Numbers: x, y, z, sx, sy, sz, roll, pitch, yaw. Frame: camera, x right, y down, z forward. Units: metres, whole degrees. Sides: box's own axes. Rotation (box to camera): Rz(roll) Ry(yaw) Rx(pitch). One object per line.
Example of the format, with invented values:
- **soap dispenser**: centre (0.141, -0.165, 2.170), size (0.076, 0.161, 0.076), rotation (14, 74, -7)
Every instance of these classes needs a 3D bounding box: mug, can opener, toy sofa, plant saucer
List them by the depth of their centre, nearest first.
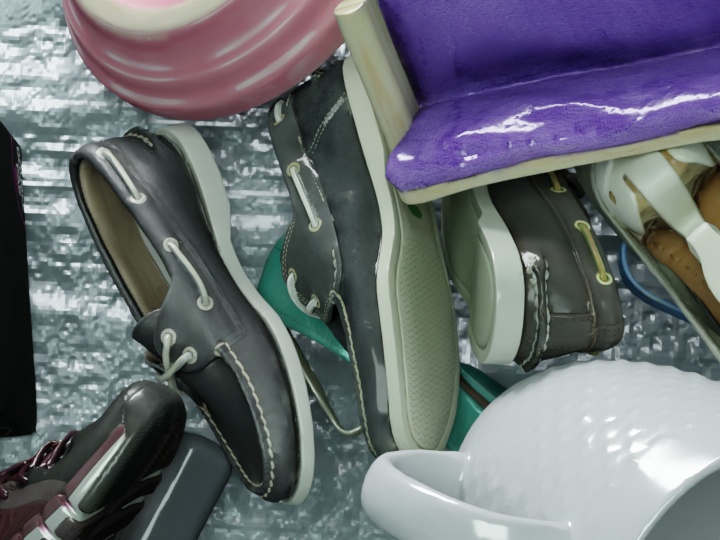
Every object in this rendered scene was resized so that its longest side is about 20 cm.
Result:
- **mug**: centre (0.095, 0.107, 1.207), size (0.199, 0.175, 0.148), rotation (10, 100, -29)
- **toy sofa**: centre (0.094, -0.102, 1.271), size (0.199, 0.083, 0.098), rotation (-10, 32, 22)
- **can opener**: centre (-0.106, 0.174, 1.372), size (0.067, 0.053, 0.201), rotation (31, 81, -21)
- **plant saucer**: centre (-0.068, -0.171, 1.389), size (0.200, 0.051, 0.202), rotation (-15, 64, 32)

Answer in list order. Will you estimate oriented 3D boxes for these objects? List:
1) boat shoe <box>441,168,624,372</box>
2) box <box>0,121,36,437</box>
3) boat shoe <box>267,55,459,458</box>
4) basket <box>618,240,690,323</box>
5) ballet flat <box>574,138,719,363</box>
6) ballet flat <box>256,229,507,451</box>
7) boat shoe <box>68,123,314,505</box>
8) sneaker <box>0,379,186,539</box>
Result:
- **boat shoe**: centre (0.074, -0.016, 1.333), size (0.060, 0.201, 0.072), rotation (3, 118, -7)
- **box**: centre (-0.226, -0.007, 1.339), size (0.124, 0.200, 0.149), rotation (-5, 77, 4)
- **boat shoe**: centre (0.000, 0.000, 1.329), size (0.067, 0.072, 0.201), rotation (-21, 61, 20)
- **basket**: centre (0.236, -0.025, 1.321), size (0.199, 0.139, 0.177), rotation (29, 82, 8)
- **ballet flat**: centre (0.145, -0.019, 1.257), size (0.067, 0.064, 0.200), rotation (-41, 57, 9)
- **ballet flat**: centre (0.027, 0.060, 1.370), size (0.200, 0.067, 0.071), rotation (41, 99, 16)
- **boat shoe**: centre (-0.078, 0.021, 1.366), size (0.060, 0.074, 0.201), rotation (-9, 65, -28)
- **sneaker**: centre (-0.171, 0.100, 1.340), size (0.115, 0.076, 0.200), rotation (43, 113, 12)
